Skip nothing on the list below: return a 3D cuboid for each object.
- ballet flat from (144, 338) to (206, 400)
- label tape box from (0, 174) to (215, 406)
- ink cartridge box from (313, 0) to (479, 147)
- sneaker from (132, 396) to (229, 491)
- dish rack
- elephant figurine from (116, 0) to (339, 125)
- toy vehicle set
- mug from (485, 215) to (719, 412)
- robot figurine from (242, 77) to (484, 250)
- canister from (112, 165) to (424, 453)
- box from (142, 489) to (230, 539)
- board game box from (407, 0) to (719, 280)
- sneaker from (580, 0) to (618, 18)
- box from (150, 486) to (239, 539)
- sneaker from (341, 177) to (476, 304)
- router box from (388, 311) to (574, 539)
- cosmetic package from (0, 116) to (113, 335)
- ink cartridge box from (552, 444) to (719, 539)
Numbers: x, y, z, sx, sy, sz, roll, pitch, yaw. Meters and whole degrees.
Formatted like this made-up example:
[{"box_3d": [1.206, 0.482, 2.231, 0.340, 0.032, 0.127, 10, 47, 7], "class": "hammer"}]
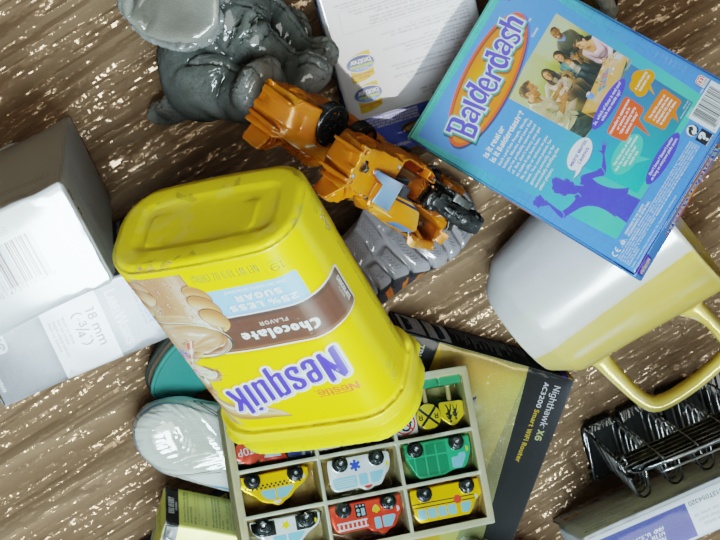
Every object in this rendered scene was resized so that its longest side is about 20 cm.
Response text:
[{"box_3d": [-0.110, 0.027, 1.191, 0.068, 0.069, 0.200, 11, 141, -31], "class": "ballet flat"}, {"box_3d": [-0.182, 0.012, 1.142, 0.199, 0.144, 0.064, -23, 110, -2], "class": "label tape box"}, {"box_3d": [0.028, -0.195, 1.170, 0.118, 0.042, 0.201, -17, 107, -4], "class": "ink cartridge box"}, {"box_3d": [-0.085, 0.148, 1.227, 0.199, 0.072, 0.072, 21, 95, -7], "class": "sneaker"}, {"box_3d": [0.261, 0.130, 1.233, 0.153, 0.200, 0.055, -25, 96, -2], "class": "dish rack"}, {"box_3d": [-0.106, -0.212, 1.096, 0.155, 0.141, 0.201, -32, 117, -14], "class": "elephant figurine"}, {"box_3d": [-0.003, 0.151, 1.184, 0.198, 0.027, 0.125, -9, 82, -15], "class": "toy vehicle set"}, {"box_3d": [0.190, 0.013, 1.201, 0.153, 0.187, 0.149, -40, 152, 13], "class": "mug"}, {"box_3d": [0.006, -0.069, 1.087, 0.058, 0.145, 0.200, -55, 150, 6], "class": "robot figurine"}, {"box_3d": [-0.060, 0.030, 1.041, 0.148, 0.087, 0.200, -9, 136, 23], "class": "canister"}, {"box_3d": [-0.103, 0.292, 1.293, 0.157, 0.051, 0.200, -36, 109, 0], "class": "box"}, {"box_3d": [0.157, -0.109, 1.122, 0.199, 0.045, 0.153, 33, 95, 17], "class": "board game box"}, {"box_3d": [0.143, -0.269, 1.149, 0.200, 0.075, 0.088, 45, 65, -34], "class": "sneaker"}, {"box_3d": [-0.064, 0.224, 1.214, 0.198, 0.075, 0.050, 12, 103, -12], "class": "box"}, {"box_3d": [0.000, 0.000, 1.212, 0.199, 0.112, 0.078, -33, 82, -30], "class": "sneaker"}, {"box_3d": [0.068, 0.151, 1.278, 0.156, 0.052, 0.201, 15, 104, -14], "class": "router box"}, {"box_3d": [-0.239, -0.032, 1.090, 0.112, 0.200, 0.082, -25, 109, 1], "class": "cosmetic package"}, {"box_3d": [0.261, 0.187, 1.247, 0.195, 0.200, 0.044, -24, 84, -1], "class": "ink cartridge box"}]
